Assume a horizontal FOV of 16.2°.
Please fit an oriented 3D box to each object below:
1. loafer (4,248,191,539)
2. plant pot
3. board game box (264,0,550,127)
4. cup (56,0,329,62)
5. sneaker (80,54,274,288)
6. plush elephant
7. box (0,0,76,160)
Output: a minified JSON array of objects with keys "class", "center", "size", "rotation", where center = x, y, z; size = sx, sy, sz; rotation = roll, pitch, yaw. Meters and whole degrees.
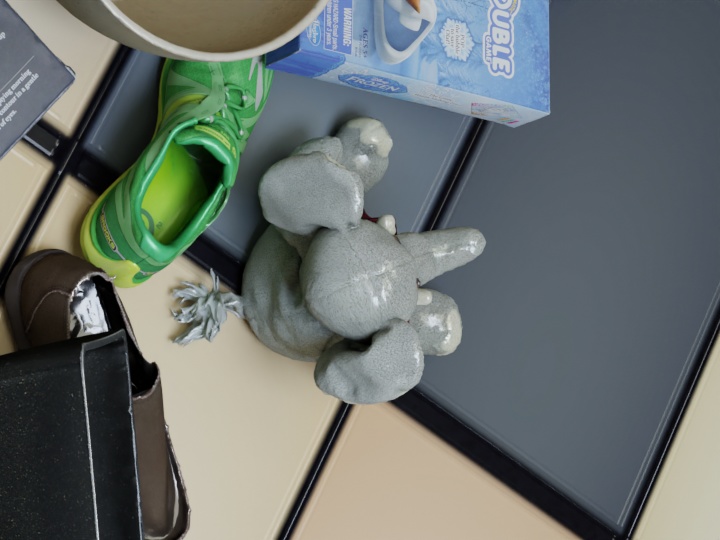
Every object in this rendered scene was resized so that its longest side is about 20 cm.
[{"class":"loafer","center":[-0.150,0.084,1.484],"size":[0.073,0.071,0.201],"rotation":[-30,104,-32]},{"class":"plant pot","center":[-0.213,0.141,1.356],"size":[0.176,0.200,0.201],"rotation":[-4,91,2]},{"class":"board game box","center":[0.032,-0.207,1.599],"size":[0.198,0.043,0.201],"rotation":[11,72,-36]},{"class":"cup","center":[-0.122,-0.215,1.473],"size":[0.200,0.143,0.201],"rotation":[1,88,-34]},{"class":"sneaker","center":[-0.093,-0.076,1.521],"size":[0.074,0.083,0.201],"rotation":[37,65,-28]},{"class":"plush elephant","center":[0.000,0.000,1.539],"size":[0.199,0.155,0.165],"rotation":[-22,100,-34]},{"class":"box","center":[-0.287,-0.095,1.312],"size":[0.182,0.104,0.200],"rotation":[50,64,-19]}]
